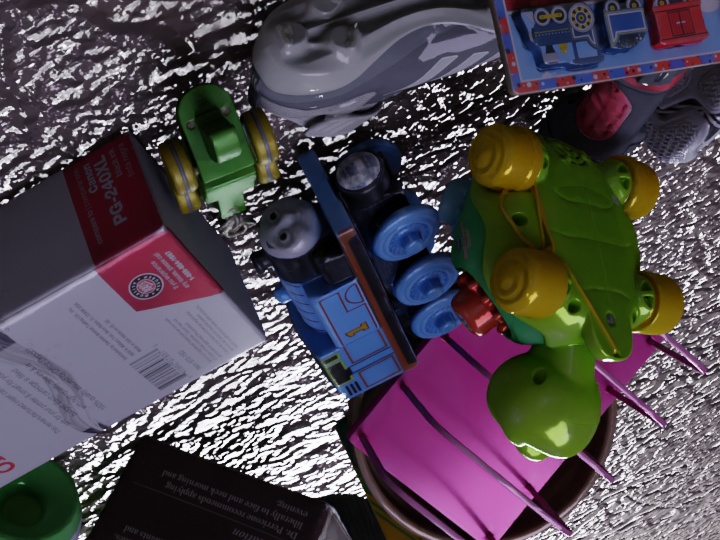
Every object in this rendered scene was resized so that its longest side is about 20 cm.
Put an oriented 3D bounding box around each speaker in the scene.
[{"bbox_3d":[-0.258,0.220,1.021,0.088,0.089,0.200,-7,142,-27],"label":"speaker"}]

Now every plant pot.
[{"bbox_3d":[0.085,0.101,1.049,0.200,0.093,0.201,-2,99,-10],"label":"plant pot"}]

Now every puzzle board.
[{"bbox_3d":[0.150,-0.178,0.715,0.200,0.151,0.017,-12,179,-22],"label":"puzzle board"}]

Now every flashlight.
[{"bbox_3d":[0.149,-0.111,0.828,0.068,0.068,0.200,-35,171,-17],"label":"flashlight"}]

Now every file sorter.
[{"bbox_3d":[0.114,0.093,0.941,0.139,0.125,0.200,39,91,-14],"label":"file sorter"}]

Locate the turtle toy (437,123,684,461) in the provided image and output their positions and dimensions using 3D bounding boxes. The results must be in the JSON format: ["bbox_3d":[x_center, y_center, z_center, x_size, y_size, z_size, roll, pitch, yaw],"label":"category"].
[{"bbox_3d":[0.109,0.010,0.814,0.146,0.200,0.101,10,155,-40],"label":"turtle toy"}]

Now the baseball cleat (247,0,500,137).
[{"bbox_3d":[0.030,-0.131,0.775,0.200,0.070,0.106,-13,160,-17],"label":"baseball cleat"}]

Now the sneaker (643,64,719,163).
[{"bbox_3d":[0.269,-0.147,0.891,0.115,0.075,0.200,0,135,-31],"label":"sneaker"}]

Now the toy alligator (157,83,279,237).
[{"bbox_3d":[-0.082,-0.065,0.782,0.059,0.054,0.200,-21,171,-7],"label":"toy alligator"}]

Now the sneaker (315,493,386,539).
[{"bbox_3d":[-0.052,0.250,1.221,0.200,0.074,0.089,2,139,-22],"label":"sneaker"}]

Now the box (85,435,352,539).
[{"bbox_3d":[-0.115,0.261,1.026,0.200,0.166,0.164,-63,156,-23],"label":"box"}]

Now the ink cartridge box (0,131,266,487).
[{"bbox_3d":[-0.179,0.030,0.816,0.200,0.083,0.145,-29,146,4],"label":"ink cartridge box"}]

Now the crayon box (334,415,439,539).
[{"bbox_3d":[0.067,0.205,1.118,0.052,0.200,0.126,-38,146,17],"label":"crayon box"}]

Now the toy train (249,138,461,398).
[{"bbox_3d":[0.000,0.000,0.893,0.114,0.087,0.200,-29,147,-1],"label":"toy train"}]
